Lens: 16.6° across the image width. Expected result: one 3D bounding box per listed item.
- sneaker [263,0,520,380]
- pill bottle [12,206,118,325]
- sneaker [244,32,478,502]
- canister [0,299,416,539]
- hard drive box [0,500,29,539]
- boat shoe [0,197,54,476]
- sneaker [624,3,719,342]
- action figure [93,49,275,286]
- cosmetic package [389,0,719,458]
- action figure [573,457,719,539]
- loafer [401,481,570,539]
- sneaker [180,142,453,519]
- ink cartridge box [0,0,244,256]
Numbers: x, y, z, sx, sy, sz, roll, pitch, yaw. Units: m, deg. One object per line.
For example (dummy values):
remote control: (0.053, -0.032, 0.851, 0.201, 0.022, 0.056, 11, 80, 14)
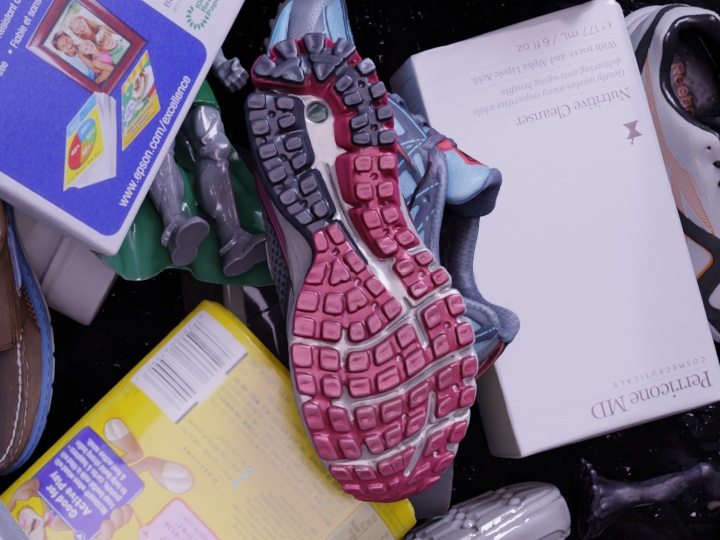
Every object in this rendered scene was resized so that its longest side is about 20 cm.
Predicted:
sneaker: (0.021, -0.042, 1.138, 0.095, 0.079, 0.201, -19, 86, 22)
pill bottle: (-0.195, -0.056, 1.151, 0.199, 0.111, 0.111, 28, 82, -4)
sneaker: (0.000, 0.000, 1.063, 0.080, 0.075, 0.202, -10, 83, -6)
canister: (-0.091, 0.130, 1.088, 0.200, 0.087, 0.149, -44, 88, -9)
hard drive box: (-0.222, 0.127, 1.005, 0.156, 0.077, 0.200, -37, 75, -3)
boat shoe: (-0.181, 0.002, 1.070, 0.072, 0.072, 0.202, -5, 105, 7)
sneaker: (0.181, -0.039, 1.215, 0.073, 0.080, 0.201, -27, 90, -10)
action figure: (-0.091, -0.086, 1.137, 0.118, 0.055, 0.201, 12, 46, -42)
cosmetic package: (0.094, -0.017, 1.199, 0.112, 0.081, 0.201, -17, 87, -8)
action figure: (0.210, 0.121, 1.194, 0.198, 0.102, 0.120, -9, 75, -6)
loafer: (0.021, 0.174, 1.185, 0.199, 0.070, 0.070, -34, 100, -5)
sneaker: (-0.022, 0.033, 1.194, 0.105, 0.075, 0.202, -8, 85, -21)
ink cartridge box: (-0.139, -0.139, 1.013, 0.199, 0.047, 0.199, 33, 77, -29)
